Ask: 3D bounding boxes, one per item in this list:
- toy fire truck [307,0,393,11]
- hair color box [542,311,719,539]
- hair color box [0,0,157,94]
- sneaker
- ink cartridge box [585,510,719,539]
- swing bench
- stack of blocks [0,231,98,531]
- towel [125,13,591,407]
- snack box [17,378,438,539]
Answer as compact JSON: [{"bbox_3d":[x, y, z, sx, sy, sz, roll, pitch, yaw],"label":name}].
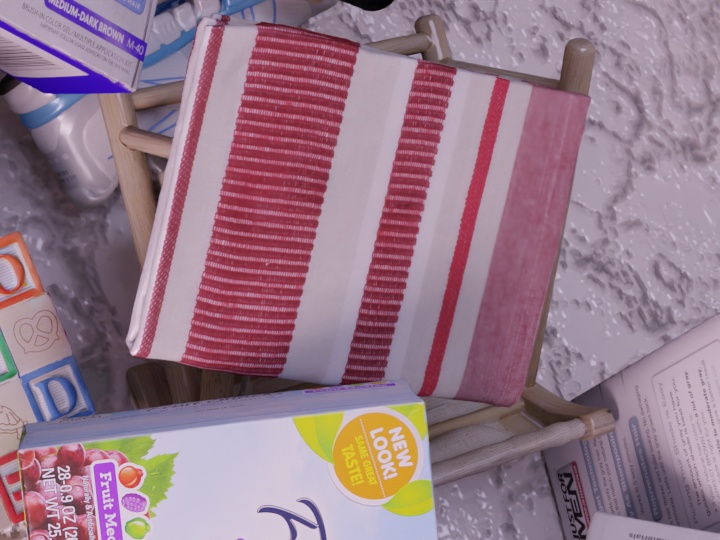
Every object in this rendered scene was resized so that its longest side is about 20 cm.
[{"bbox_3d":[0.002,-0.246,1.095,0.128,0.176,0.201,14,43,-39],"label":"toy fire truck"},{"bbox_3d":[0.165,0.087,1.090,0.060,0.200,0.100,-5,72,-29],"label":"hair color box"},{"bbox_3d":[-0.129,-0.188,0.998,0.109,0.064,0.202,26,71,-51],"label":"hair color box"},{"bbox_3d":[-0.081,-0.090,1.120,0.199,0.075,0.087,-30,103,-33],"label":"sneaker"},{"bbox_3d":[0.127,0.234,1.030,0.087,0.146,0.201,9,57,16],"label":"ink cartridge box"},{"bbox_3d":[0.000,0.000,1.071,0.198,0.129,0.202,-14,109,-33],"label":"swing bench"},{"bbox_3d":[-0.214,0.075,0.967,0.199,0.058,0.116,-25,92,-33],"label":"stack of blocks"},{"bbox_3d":[0.002,-0.022,0.977,0.199,0.023,0.145,9,97,-34],"label":"towel"},{"bbox_3d":[-0.048,0.155,0.955,0.167,0.068,0.202,-6,98,-6],"label":"snack box"}]
